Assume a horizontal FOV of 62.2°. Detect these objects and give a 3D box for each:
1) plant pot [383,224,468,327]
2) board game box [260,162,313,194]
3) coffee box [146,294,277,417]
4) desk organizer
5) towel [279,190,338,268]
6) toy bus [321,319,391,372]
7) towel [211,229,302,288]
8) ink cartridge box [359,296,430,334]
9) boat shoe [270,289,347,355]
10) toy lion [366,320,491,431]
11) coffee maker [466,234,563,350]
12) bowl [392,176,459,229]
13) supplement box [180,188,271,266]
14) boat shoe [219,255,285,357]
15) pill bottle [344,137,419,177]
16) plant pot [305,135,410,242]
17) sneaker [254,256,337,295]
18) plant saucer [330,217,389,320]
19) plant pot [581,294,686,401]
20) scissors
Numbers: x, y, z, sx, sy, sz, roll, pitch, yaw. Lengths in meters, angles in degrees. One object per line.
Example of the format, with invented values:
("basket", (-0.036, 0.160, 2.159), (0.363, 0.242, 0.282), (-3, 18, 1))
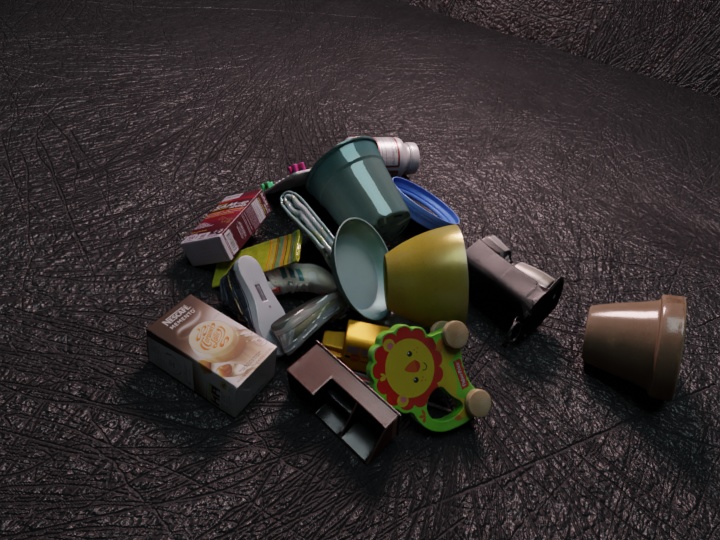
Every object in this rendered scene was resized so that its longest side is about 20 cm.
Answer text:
("plant pot", (0.116, 0.018, 1.132), (0.139, 0.203, 0.202), (-3, 40, -3))
("board game box", (-0.123, -0.238, 1.447), (0.198, 0.199, 0.026), (-20, 94, -33))
("coffee box", (-0.256, 0.143, 1.027), (0.198, 0.081, 0.114), (27, 41, 17))
("desk organizer", (-0.031, 0.219, 0.998), (0.199, 0.072, 0.077), (37, 58, 27))
("towel", (-0.082, -0.063, 1.261), (0.048, 0.172, 0.201), (-38, 56, -2))
("toy bus", (0.026, 0.146, 1.101), (0.196, 0.079, 0.066), (12, 39, -1))
("towel", (-0.209, -0.023, 1.201), (0.196, 0.018, 0.087), (-16, 42, 16))
("ink cartridge box", (0.090, 0.063, 1.245), (0.198, 0.041, 0.199), (30, 43, 20))
("boat shoe", (-0.079, 0.087, 1.125), (0.201, 0.074, 0.066), (-29, 98, -44))
("toy lion", (0.108, 0.184, 1.023), (0.189, 0.204, 0.069), (-22, 4, -18))
("coffee maker", (0.294, 0.034, 1.255), (0.190, 0.137, 0.199), (-20, 45, -41))
("bowl", (0.152, -0.158, 1.468), (0.198, 0.040, 0.201), (28, 22, -12))
("supplement box", (-0.284, -0.095, 1.281), (0.107, 0.062, 0.201), (-8, 31, 26))
("boat shoe", (-0.201, 0.080, 1.132), (0.070, 0.091, 0.203), (-10, 70, -46))
("pill bottle", (0.054, -0.301, 1.607), (0.196, 0.114, 0.113), (-4, 42, -20))
("plant pot", (0.006, -0.163, 1.363), (0.198, 0.201, 0.198), (-20, 67, -34))
("sneaker", (-0.144, 0.026, 1.214), (0.197, 0.071, 0.094), (21, 52, 12))
("plant saucer", (0.000, 0.000, 1.158), (0.035, 0.202, 0.201), (-18, 25, 33))
("plant pot", (0.536, 0.138, 1.181), (0.171, 0.203, 0.201), (10, 36, 24))
("scissors", (0.068, 0.217, 1.074), (0.196, 0.014, 0.073), (17, 4, -17))
